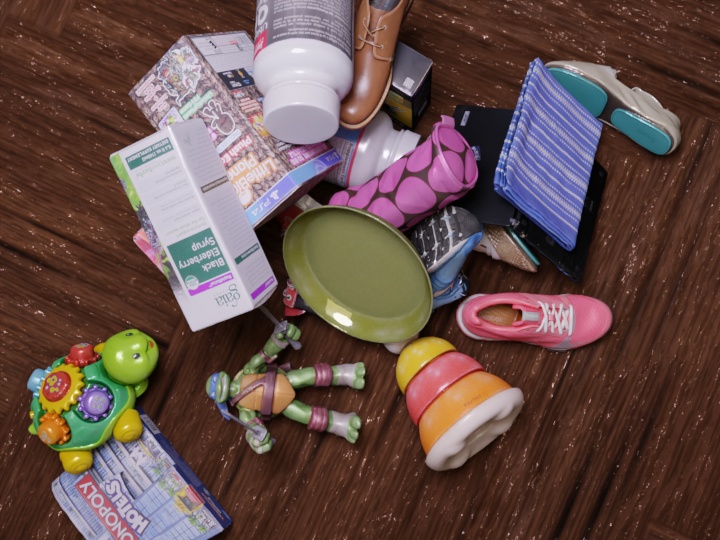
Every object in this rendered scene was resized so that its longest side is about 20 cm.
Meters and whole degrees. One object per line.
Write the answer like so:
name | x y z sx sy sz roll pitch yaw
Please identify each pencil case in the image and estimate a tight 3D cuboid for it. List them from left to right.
pencil case | 0.045 -0.095 0.982 0.199 0.090 0.095 -29 68 35

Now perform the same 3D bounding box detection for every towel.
towel | 0.234 -0.141 1.009 0.144 0.024 0.202 35 61 -27

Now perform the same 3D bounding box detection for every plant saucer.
plant saucer | 0.000 0.000 0.990 0.198 0.201 0.031 31 48 7

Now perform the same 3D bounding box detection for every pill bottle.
pill bottle | -0.061 -0.245 0.902 0.109 0.111 0.203 -1 68 4
pill bottle | -0.027 -0.167 1.073 0.197 0.109 0.110 20 86 5

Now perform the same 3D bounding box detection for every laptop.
laptop | 0.198 -0.100 1.052 0.199 0.103 0.179 35 61 -25

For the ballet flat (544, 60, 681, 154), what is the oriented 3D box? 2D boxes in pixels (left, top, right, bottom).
ballet flat | 0.330 -0.223 1.082 0.199 0.069 0.070 35 88 5

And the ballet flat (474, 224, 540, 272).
ballet flat | 0.152 -0.068 1.076 0.065 0.070 0.201 -36 75 10

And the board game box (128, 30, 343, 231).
board game box | -0.136 -0.162 0.956 0.096 0.159 0.201 -36 93 24

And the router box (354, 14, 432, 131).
router box | -0.004 -0.267 1.057 0.199 0.157 0.053 33 87 7

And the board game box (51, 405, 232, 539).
board game box | -0.304 0.317 1.067 0.200 0.062 0.200 -42 83 -2

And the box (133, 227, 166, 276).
box | -0.201 -0.049 1.019 0.102 0.200 0.095 -40 102 -1

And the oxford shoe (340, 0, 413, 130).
oxford shoe | 0.010 -0.260 0.942 0.070 0.071 0.203 16 87 4

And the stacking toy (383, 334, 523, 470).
stacking toy | 0.095 0.132 1.042 0.145 0.146 0.201 -37 65 0

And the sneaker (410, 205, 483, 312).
sneaker | 0.101 -0.008 1.022 0.089 0.200 0.079 12 57 -18

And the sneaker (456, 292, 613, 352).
sneaker | 0.220 0.065 1.042 0.197 0.087 0.075 0 85 4

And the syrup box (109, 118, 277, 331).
syrup box | -0.170 -0.047 0.871 0.078 0.081 0.202 -20 100 20

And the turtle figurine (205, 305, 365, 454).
turtle figurine | -0.086 0.146 1.014 0.191 0.201 0.145 9 45 -15

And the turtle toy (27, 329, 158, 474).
turtle toy | -0.336 0.148 1.044 0.198 0.101 0.147 -32 57 1

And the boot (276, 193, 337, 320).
boot | -0.092 -0.026 1.084 0.199 0.072 0.145 36 89 3
